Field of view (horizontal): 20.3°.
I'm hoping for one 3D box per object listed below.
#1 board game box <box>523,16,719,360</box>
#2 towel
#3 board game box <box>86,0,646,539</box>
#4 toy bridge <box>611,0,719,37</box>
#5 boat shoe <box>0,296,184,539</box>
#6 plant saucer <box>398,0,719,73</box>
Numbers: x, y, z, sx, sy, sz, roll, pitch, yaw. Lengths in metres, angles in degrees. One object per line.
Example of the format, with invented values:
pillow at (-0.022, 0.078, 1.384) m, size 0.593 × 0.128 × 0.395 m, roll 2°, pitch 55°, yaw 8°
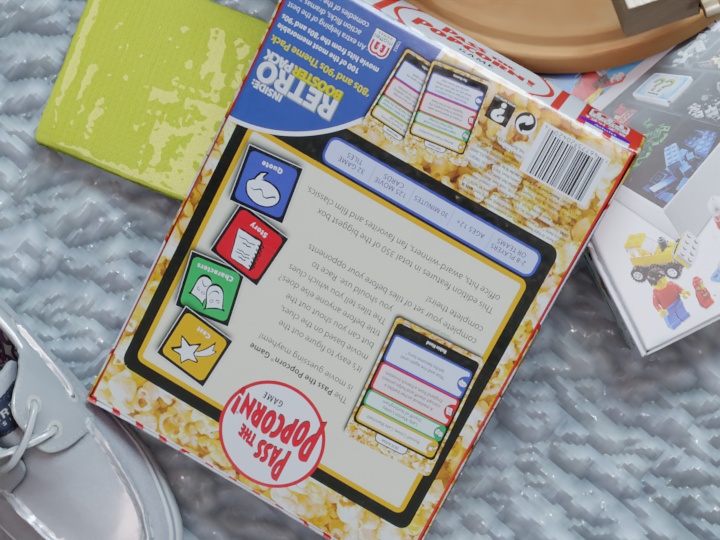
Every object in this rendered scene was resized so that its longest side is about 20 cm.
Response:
board game box at (0.173, -0.064, 0.825) m, size 0.199 × 0.035 × 0.127 m, roll -26°, pitch 86°, yaw -2°
towel at (-0.032, -0.058, 0.852) m, size 0.198 × 0.018 × 0.087 m, roll 21°, pitch 83°, yaw 5°
board game box at (0.000, 0.000, 0.803) m, size 0.151 × 0.046 × 0.201 m, roll 30°, pitch 106°, yaw 5°
toy bridge at (0.103, -0.186, 0.783) m, size 0.067 × 0.027 × 0.202 m, roll -18°, pitch 71°, yaw 0°
boat shoe at (-0.147, 0.054, 0.825) m, size 0.072 × 0.069 × 0.201 m, roll -34°, pitch 86°, yaw 1°
plant saucer at (0.082, -0.180, 0.818) m, size 0.198 × 0.037 × 0.202 m, roll -2°, pitch 74°, yaw 5°
